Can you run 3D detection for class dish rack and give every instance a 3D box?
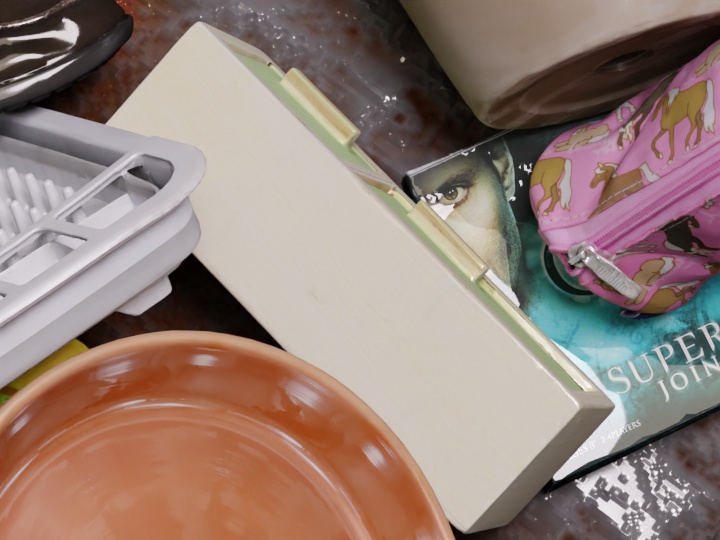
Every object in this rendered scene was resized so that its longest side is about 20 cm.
[{"bbox_3d":[-0.153,0.006,0.807,0.171,0.199,0.044,-36,120,-24],"label":"dish rack"}]

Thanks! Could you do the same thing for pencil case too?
[{"bbox_3d":[0.142,-0.051,0.798,0.082,0.200,0.087,18,60,-25],"label":"pencil case"}]

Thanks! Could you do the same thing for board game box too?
[{"bbox_3d":[0.132,-0.016,0.907,0.199,0.028,0.136,-24,78,-10],"label":"board game box"}]

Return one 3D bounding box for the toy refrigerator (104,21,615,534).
[{"bbox_3d":[0.000,0.000,0.849,0.200,0.076,0.070,45,99,15],"label":"toy refrigerator"}]

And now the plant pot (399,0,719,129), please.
[{"bbox_3d":[0.071,-0.154,0.858,0.198,0.200,0.175,-15,80,-8],"label":"plant pot"}]

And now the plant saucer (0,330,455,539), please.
[{"bbox_3d":[-0.055,0.121,0.751,0.199,0.032,0.202,7,74,-26],"label":"plant saucer"}]

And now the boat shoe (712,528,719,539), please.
[{"bbox_3d":[0.218,0.150,0.844,0.198,0.075,0.074,22,74,3],"label":"boat shoe"}]

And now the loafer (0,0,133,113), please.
[{"bbox_3d":[-0.185,-0.093,0.865,0.198,0.073,0.072,-7,105,-1],"label":"loafer"}]

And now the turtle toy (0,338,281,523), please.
[{"bbox_3d":[-0.127,0.102,0.813,0.199,0.101,0.146,30,63,1],"label":"turtle toy"}]
